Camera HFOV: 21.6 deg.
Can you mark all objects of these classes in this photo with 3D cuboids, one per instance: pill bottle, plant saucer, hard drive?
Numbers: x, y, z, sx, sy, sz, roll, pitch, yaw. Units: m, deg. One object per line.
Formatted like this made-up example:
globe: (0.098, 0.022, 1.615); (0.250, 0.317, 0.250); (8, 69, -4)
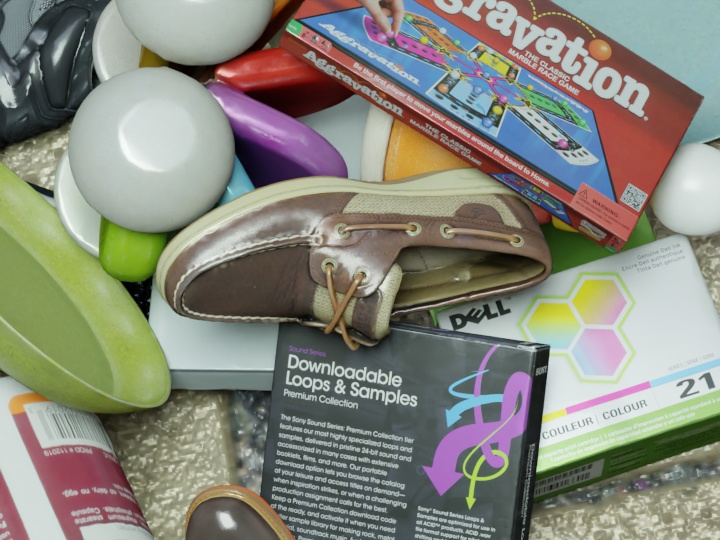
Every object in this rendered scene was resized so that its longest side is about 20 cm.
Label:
pill bottle: (-0.151, 0.161, 0.938); (0.114, 0.114, 0.200); (-26, 60, -5)
plant saucer: (0.169, -0.156, 1.125); (0.200, 0.039, 0.202); (-2, 69, 4)
hard drive: (-0.050, -0.027, 1.084); (0.131, 0.027, 0.201); (0, 61, 3)
plant saucer: (-0.178, 0.004, 0.967); (0.031, 0.200, 0.200); (-42, 71, 10)

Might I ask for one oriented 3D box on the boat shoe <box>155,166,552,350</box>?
boat shoe: (0.000, 0.000, 0.945); (0.199, 0.072, 0.072); (-8, 46, -16)

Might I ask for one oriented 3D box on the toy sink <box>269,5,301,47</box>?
toy sink: (0.008, -0.212, 1.073); (0.112, 0.200, 0.131); (17, 71, 11)

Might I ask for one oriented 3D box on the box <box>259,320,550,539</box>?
box: (0.017, 0.126, 0.982); (0.142, 0.036, 0.201); (9, 96, 21)

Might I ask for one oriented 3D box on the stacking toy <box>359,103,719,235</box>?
stacking toy: (0.111, -0.065, 1.019); (0.199, 0.146, 0.146); (22, 73, 17)

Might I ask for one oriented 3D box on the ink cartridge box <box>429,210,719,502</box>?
ink cartridge box: (0.109, 0.014, 1.047); (0.147, 0.076, 0.201); (-18, 71, -2)

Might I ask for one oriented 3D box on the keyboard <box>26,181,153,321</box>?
keyboard: (-0.159, 0.010, 1.091); (0.199, 0.040, 0.104); (19, 72, 12)

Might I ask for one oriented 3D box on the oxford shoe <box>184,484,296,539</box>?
oxford shoe: (-0.050, 0.208, 0.950); (0.071, 0.073, 0.201); (-16, 91, 13)

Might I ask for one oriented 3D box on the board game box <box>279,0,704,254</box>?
board game box: (0.069, -0.102, 0.962); (0.200, 0.019, 0.103); (32, 61, 1)

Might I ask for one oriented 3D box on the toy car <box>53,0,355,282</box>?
toy car: (-0.075, -0.084, 1.006); (0.149, 0.175, 0.201); (16, 77, -11)

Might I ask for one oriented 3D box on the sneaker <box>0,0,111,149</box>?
sneaker: (-0.197, -0.169, 1.143); (0.113, 0.076, 0.201); (-6, 75, 2)

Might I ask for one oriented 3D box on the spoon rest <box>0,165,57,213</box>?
spoon rest: (-0.215, -0.055, 1.078); (0.199, 0.099, 0.061); (1, 60, -16)
